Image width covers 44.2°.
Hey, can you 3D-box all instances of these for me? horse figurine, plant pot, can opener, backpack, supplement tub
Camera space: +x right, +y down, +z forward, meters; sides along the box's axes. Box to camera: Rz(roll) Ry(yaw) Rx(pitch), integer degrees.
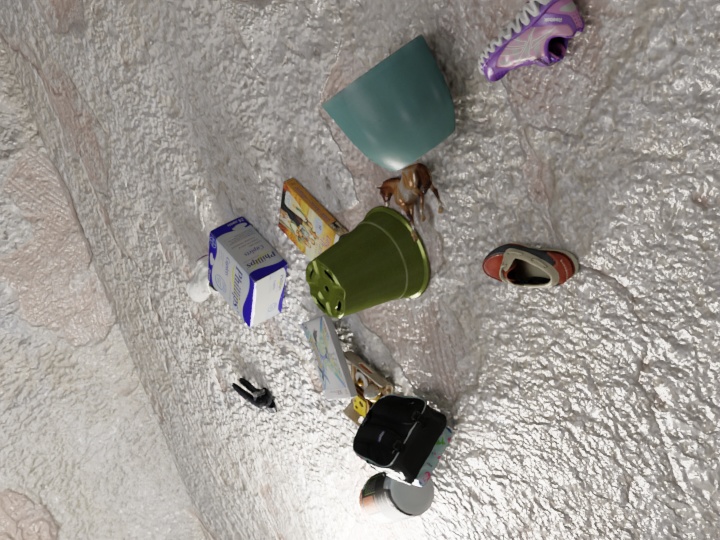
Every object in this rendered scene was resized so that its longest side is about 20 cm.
[{"bbox_3d":[0.095,-0.139,1.615,0.200,0.050,0.133,126,130,-64],"label":"horse figurine"},{"bbox_3d":[0.062,-0.263,1.458,0.161,0.200,0.200,55,149,-9],"label":"plant pot"},{"bbox_3d":[-0.317,0.361,2.576,0.200,0.063,0.079,21,130,47],"label":"can opener"},{"bbox_3d":[0.000,0.000,1.735,0.200,0.190,0.201,34,137,38],"label":"plant pot"},{"bbox_3d":[0.084,0.357,1.890,0.151,0.178,0.200,43,159,-29],"label":"backpack"},{"bbox_3d":[0.079,0.525,2.074,0.123,0.122,0.200,59,149,6],"label":"supplement tub"}]

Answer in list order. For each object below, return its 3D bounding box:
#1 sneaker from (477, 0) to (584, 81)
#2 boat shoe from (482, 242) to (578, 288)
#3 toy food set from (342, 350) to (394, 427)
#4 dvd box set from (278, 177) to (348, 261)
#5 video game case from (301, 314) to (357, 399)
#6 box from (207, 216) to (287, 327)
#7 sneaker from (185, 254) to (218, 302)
[{"bbox_3d":[0.244,-0.320,1.259,0.089,0.080,0.200,52,146,3],"label":"sneaker"},{"bbox_3d":[0.268,-0.002,1.469,0.200,0.062,0.071,5,119,55],"label":"boat shoe"},{"bbox_3d":[0.007,0.298,2.067,0.143,0.060,0.201,35,139,36],"label":"toy food set"},{"bbox_3d":[-0.109,-0.091,1.973,0.200,0.029,0.147,46,144,26],"label":"dvd box set"},{"bbox_3d":[-0.076,0.208,2.102,0.182,0.022,0.201,-25,83,68],"label":"video game case"},{"bbox_3d":[-0.288,0.004,2.231,0.200,0.105,0.184,44,144,26],"label":"box"},{"bbox_3d":[-0.437,0.045,2.502,0.100,0.075,0.200,52,147,19],"label":"sneaker"}]
